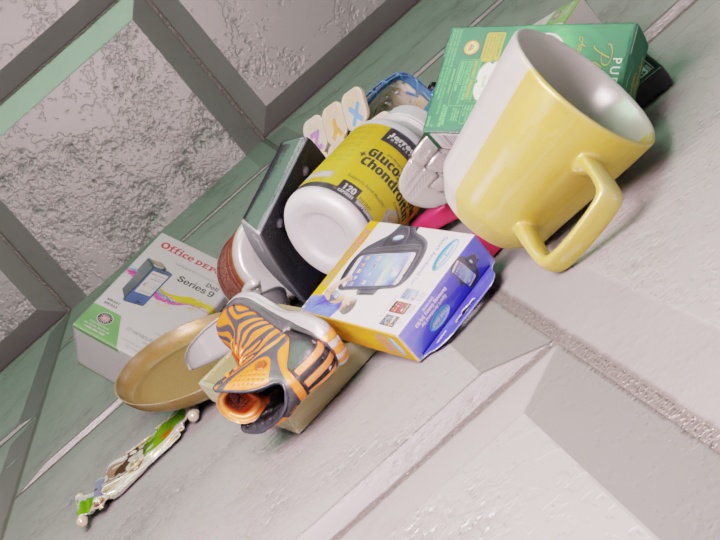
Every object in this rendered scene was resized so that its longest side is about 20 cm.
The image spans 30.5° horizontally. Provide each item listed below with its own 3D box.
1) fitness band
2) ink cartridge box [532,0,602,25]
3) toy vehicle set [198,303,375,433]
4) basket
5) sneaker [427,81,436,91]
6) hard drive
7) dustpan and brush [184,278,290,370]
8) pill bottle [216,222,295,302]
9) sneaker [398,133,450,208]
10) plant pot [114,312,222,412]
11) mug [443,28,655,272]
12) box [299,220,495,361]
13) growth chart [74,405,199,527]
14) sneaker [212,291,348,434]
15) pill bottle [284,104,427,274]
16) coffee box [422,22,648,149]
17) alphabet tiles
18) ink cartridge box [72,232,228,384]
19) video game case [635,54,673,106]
[{"bbox_3d":[0.089,-0.033,1.320,0.143,0.038,0.200,-39,14,9],"label":"fitness band"},{"bbox_3d":[0.173,-0.210,1.471,0.199,0.067,0.117,-25,22,47],"label":"ink cartridge box"},{"bbox_3d":[-0.073,0.092,1.318,0.124,0.027,0.199,-46,24,-19],"label":"toy vehicle set"},{"bbox_3d":[0.060,-0.171,1.631,0.200,0.139,0.177,-41,8,46],"label":"basket"},{"bbox_3d":[0.155,-0.235,1.676,0.199,0.091,0.076,-28,13,40],"label":"sneaker"},{"bbox_3d":[-0.065,-0.049,1.463,0.042,0.200,0.136,17,71,25],"label":"hard drive"},{"bbox_3d":[-0.126,0.048,1.454,0.139,0.058,0.200,-30,1,-20],"label":"dustpan and brush"},{"bbox_3d":[-0.119,-0.006,1.639,0.112,0.112,0.200,-45,4,-18],"label":"pill bottle"},{"bbox_3d":[0.109,-0.150,1.371,0.200,0.077,0.082,-49,21,0],"label":"sneaker"},{"bbox_3d":[-0.198,0.112,1.582,0.198,0.028,0.201,-19,24,8],"label":"plant pot"},{"bbox_3d":[0.144,-0.095,1.124,0.154,0.149,0.187,-52,2,27],"label":"mug"},{"bbox_3d":[0.036,0.016,1.210,0.119,0.042,0.199,-52,26,-17],"label":"box"},{"bbox_3d":[-0.263,0.219,1.558,0.200,0.018,0.145,-43,12,-13],"label":"growth chart"},{"bbox_3d":[-0.105,0.086,1.240,0.112,0.078,0.199,-45,24,-22],"label":"sneaker"},{"bbox_3d":[0.013,-0.091,1.413,0.112,0.112,0.200,-26,19,49],"label":"pill bottle"},{"bbox_3d":[0.165,-0.172,1.257,0.198,0.044,0.124,4,68,32],"label":"coffee box"},{"bbox_3d":[-0.015,-0.109,1.583,0.014,0.198,0.199,-3,-17,-42],"label":"alphabet tiles"},{"bbox_3d":[-0.262,0.063,1.752,0.200,0.144,0.088,-49,-24,-38],"label":"ink cartridge box"},{"bbox_3d":[0.228,-0.164,1.377,0.180,0.026,0.200,-38,14,12],"label":"video game case"}]
